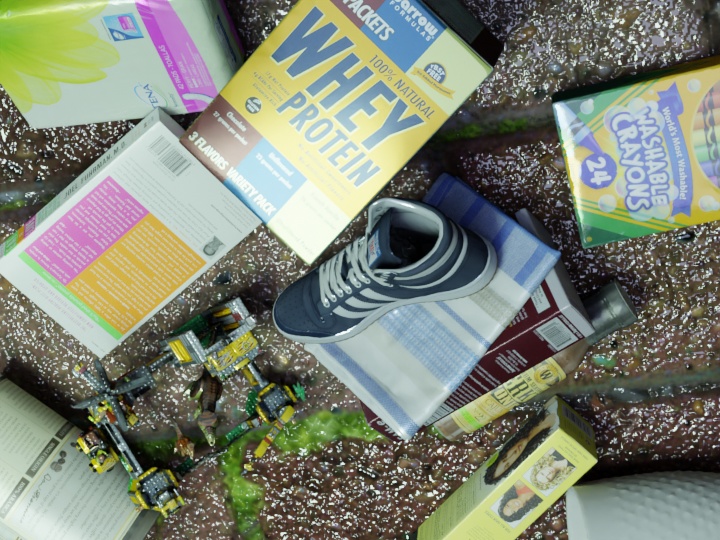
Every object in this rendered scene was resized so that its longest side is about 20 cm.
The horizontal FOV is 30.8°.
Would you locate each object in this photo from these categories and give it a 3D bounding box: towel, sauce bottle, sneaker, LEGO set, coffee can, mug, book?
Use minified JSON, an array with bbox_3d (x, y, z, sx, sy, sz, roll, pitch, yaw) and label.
[{"bbox_3d":[0.055,0.026,1.084,0.200,0.024,0.147,-50,51,2],"label":"towel"},{"bbox_3d":[0.145,0.075,1.133,0.199,0.065,0.065,-34,100,16],"label":"sauce bottle"},{"bbox_3d":[0.000,0.000,1.043,0.199,0.108,0.071,-18,68,21],"label":"sneaker"},{"bbox_3d":[-0.140,0.115,1.120,0.199,0.116,0.155,-26,93,-23],"label":"LEGO set"},{"bbox_3d":[-0.293,0.206,1.191,0.200,0.146,0.147,36,108,-3],"label":"coffee can"},{"bbox_3d":[0.277,0.248,1.098,0.174,0.200,0.149,-8,96,1],"label":"mug"},{"bbox_3d":[-0.201,-0.031,1.134,0.200,0.048,0.134,-37,123,15],"label":"book"}]

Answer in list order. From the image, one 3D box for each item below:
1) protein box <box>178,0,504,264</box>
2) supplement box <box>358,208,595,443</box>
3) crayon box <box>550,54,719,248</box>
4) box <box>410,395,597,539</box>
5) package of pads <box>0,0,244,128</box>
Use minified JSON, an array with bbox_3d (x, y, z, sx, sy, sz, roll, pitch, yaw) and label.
[{"bbox_3d":[-0.005,-0.139,1.013,0.135,0.200,0.199,43,106,-3],"label":"protein box"},{"bbox_3d":[0.085,0.049,1.107,0.199,0.109,0.061,-31,143,16],"label":"supplement box"},{"bbox_3d":[0.266,-0.103,1.070,0.199,0.052,0.127,-12,105,11],"label":"crayon box"},{"bbox_3d":[0.125,0.206,1.172,0.050,0.075,0.200,40,107,-7],"label":"box"},{"bbox_3d":[-0.204,-0.188,1.064,0.199,0.069,0.155,-5,150,9],"label":"package of pads"}]
